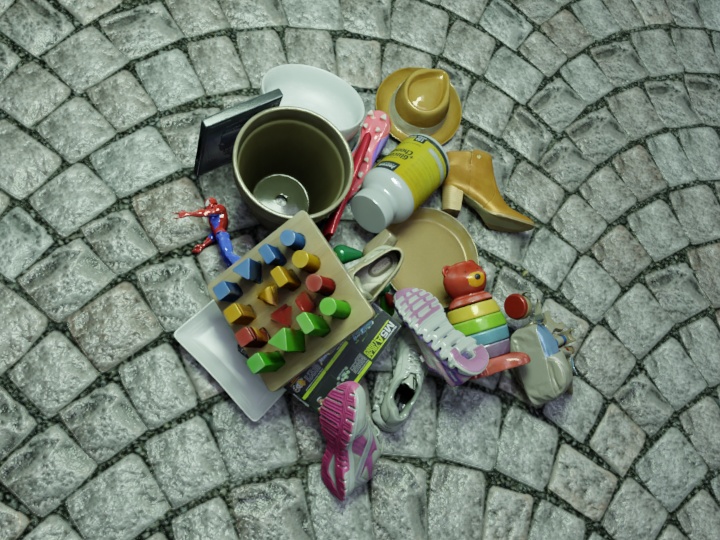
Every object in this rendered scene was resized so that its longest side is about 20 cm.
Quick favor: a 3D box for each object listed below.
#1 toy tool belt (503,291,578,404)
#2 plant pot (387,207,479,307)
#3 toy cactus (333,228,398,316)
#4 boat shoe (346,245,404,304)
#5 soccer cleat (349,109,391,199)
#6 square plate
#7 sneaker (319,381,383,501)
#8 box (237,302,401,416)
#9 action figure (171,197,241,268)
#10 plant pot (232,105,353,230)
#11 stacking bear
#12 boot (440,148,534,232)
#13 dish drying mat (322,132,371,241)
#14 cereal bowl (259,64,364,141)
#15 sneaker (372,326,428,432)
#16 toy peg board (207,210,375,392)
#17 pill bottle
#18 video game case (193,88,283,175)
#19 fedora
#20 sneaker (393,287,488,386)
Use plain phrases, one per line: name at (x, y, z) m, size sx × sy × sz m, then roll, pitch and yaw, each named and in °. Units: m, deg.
toy tool belt at (0.333, 0.137, 1.189) m, size 0.122 × 0.124 × 0.203 m, roll -2°, pitch 71°, yaw -49°
plant pot at (0.128, -0.022, 1.226) m, size 0.197 × 0.028 × 0.203 m, roll 5°, pitch 68°, yaw -13°
toy cactus at (0.000, 0.000, 1.124) m, size 0.199 × 0.102 × 0.166 m, roll 39°, pitch 100°, yaw -7°
boat shoe at (-0.010, 0.033, 1.011) m, size 0.200 × 0.065 × 0.072 m, roll -42°, pitch 96°, yaw -11°
soccer cleat at (0.005, -0.212, 1.245) m, size 0.066 × 0.076 × 0.202 m, roll 22°, pitch 80°, yaw 21°
square plate at (-0.174, 0.114, 1.092) m, size 0.198 × 0.028 × 0.200 m, roll 45°, pitch 66°, yaw 3°
sneaker at (-0.010, 0.260, 1.028) m, size 0.087 × 0.203 × 0.081 m, roll -14°, pitch 30°, yaw -37°
box at (-0.066, 0.107, 1.055) m, size 0.193 × 0.047 × 0.201 m, roll 39°, pitch 83°, yaw -10°
action figure at (-0.255, -0.040, 1.098) m, size 0.098 × 0.066 × 0.202 m, roll -13°, pitch 60°, yaw -14°
plant pot at (-0.128, -0.151, 1.120) m, size 0.197 × 0.174 × 0.203 m, roll 5°, pitch 72°, yaw -15°
stacking bear at (0.203, 0.081, 1.148) m, size 0.120 × 0.114 × 0.203 m, roll -13°, pitch 82°, yaw -19°
boot at (0.257, -0.163, 1.288) m, size 0.198 × 0.071 × 0.146 m, roll 13°, pitch 70°, yaw -5°
dish drying mat at (-0.026, -0.144, 1.142) m, size 0.018 × 0.077 × 0.202 m, roll 24°, pitch 72°, yaw -9°
cereal bowl at (-0.096, -0.294, 1.218) m, size 0.197 × 0.084 × 0.202 m, roll 12°, pitch 45°, yaw -12°
sneaker at (0.085, 0.176, 1.113) m, size 0.074 × 0.081 × 0.202 m, roll 22°, pitch 65°, yaw -4°
toy peg board at (-0.118, 0.041, 0.955) m, size 0.199 × 0.098 × 0.200 m, roll -37°, pitch 77°, yaw 7°
pill bottle at (0.072, -0.159, 1.201) m, size 0.112 × 0.112 × 0.200 m, roll 43°, pitch 57°, yaw 3°
video game case at (-0.214, -0.234, 1.114) m, size 0.142 × 0.200 × 0.019 m, roll -29°, pitch 85°, yaw -23°
fedora at (0.128, -0.348, 1.314) m, size 0.198 × 0.082 × 0.204 m, roll 5°, pitch 69°, yaw -14°
sneaker at (0.121, 0.116, 1.087) m, size 0.080 × 0.089 × 0.200 m, roll -26°, pitch 60°, yaw -32°
